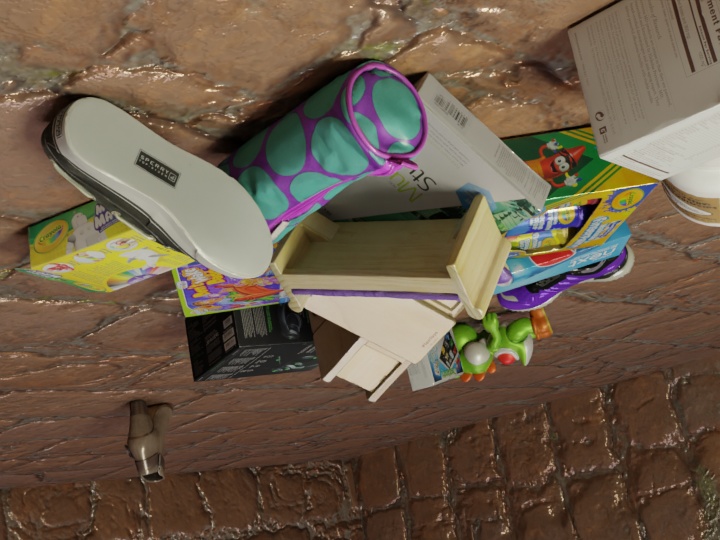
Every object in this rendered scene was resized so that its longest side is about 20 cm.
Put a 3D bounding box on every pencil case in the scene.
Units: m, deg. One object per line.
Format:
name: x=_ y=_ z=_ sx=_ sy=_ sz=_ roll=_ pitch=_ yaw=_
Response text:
pencil case: x=-0.038 y=-0.087 z=0.801 sx=0.084 sy=0.094 sz=0.199 roll=3 pitch=159 yaw=-42

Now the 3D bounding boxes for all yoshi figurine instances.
yoshi figurine: x=0.227 y=0.111 z=1.723 sx=0.198 sy=0.113 sz=0.112 roll=-27 pitch=-157 yaw=5

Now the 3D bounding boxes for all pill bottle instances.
pill bottle: x=0.325 y=-0.117 z=0.905 sx=0.113 sy=0.116 sz=0.200 roll=-16 pitch=164 yaw=18

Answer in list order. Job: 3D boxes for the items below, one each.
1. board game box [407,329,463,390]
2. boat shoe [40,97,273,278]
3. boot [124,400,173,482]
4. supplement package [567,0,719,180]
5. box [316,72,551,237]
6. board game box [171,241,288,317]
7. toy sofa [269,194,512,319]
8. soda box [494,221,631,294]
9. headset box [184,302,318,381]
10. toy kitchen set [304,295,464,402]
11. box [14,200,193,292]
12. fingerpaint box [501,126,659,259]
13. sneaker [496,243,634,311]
board game box: x=0.097 y=0.098 z=1.411 sx=0.034 sy=0.128 sz=0.200 roll=-16 pitch=174 yaw=16
boat shoe: x=-0.155 y=-0.059 z=0.772 sx=0.199 sy=0.071 sz=0.063 roll=39 pitch=149 yaw=-26
boot: x=-0.401 y=0.333 z=1.910 sx=0.069 sy=0.148 sz=0.200 roll=-15 pitch=164 yaw=8
supplement package: x=0.274 y=-0.160 z=0.726 sx=0.199 sy=0.111 sz=0.113 roll=-23 pitch=160 yaw=37
box: x=0.050 y=-0.069 z=0.871 sx=0.144 sy=0.037 sz=0.200 roll=40 pitch=145 yaw=-13
board game box: x=-0.141 y=-0.003 z=1.108 sx=0.133 sy=0.045 sz=0.200 roll=-8 pitch=164 yaw=-8
toy sofa: x=0.028 y=-0.001 z=0.868 sx=0.198 sy=0.083 sz=0.098 roll=1 pitch=136 yaw=33
soda box: x=0.214 y=-0.029 z=1.180 sx=0.198 sy=0.065 sz=0.068 roll=-18 pitch=161 yaw=-5
headset box: x=-0.109 y=0.076 z=1.315 sx=0.198 sy=0.094 sz=0.174 roll=-2 pitch=162 yaw=-30
toy kitchen set: x=0.000 y=0.000 z=1.121 sx=0.162 sy=0.181 sz=0.200 roll=28 pitch=117 yaw=-30
box: x=-0.225 y=-0.029 z=0.952 sx=0.198 sy=0.049 sz=0.117 roll=-20 pitch=159 yaw=21
fingerpaint box: x=0.197 y=-0.074 z=1.040 sx=0.165 sy=0.074 sz=0.200 roll=-9 pitch=165 yaw=-6
sneaker: x=0.264 y=-0.007 z=1.352 sx=0.199 sy=0.070 sz=0.099 roll=-24 pitch=154 yaw=26
